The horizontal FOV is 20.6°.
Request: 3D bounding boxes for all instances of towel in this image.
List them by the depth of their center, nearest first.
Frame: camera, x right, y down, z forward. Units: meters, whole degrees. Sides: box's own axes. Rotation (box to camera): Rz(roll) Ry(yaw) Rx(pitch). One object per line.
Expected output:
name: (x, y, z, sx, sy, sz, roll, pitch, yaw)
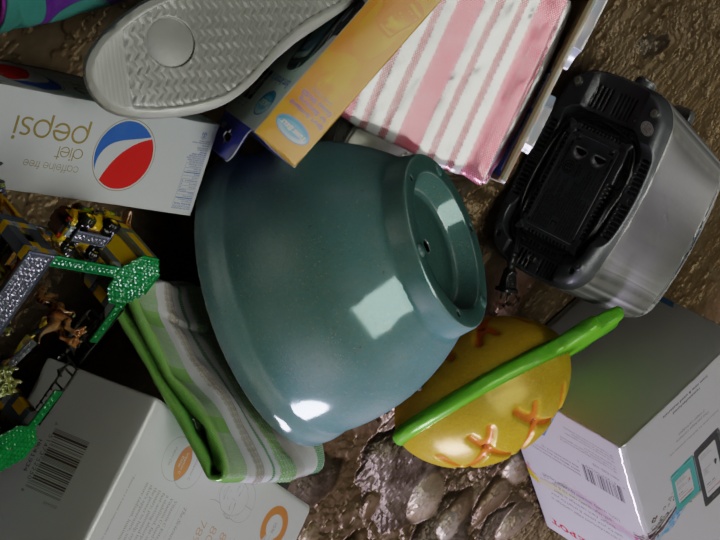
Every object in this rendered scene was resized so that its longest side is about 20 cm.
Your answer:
towel: (-0.087, 0.068, 1.266, 0.031, 0.150, 0.200, -34, 169, 10)
towel: (0.032, -0.161, 1.337, 0.199, 0.030, 0.147, 25, 94, -18)

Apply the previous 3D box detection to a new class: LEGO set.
LEGO set: (-0.225, 0.013, 1.140, 0.153, 0.116, 0.200, 1, 129, -53)

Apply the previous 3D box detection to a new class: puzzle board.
puzzle board: (0.139, -0.155, 1.421, 0.017, 0.151, 0.201, 26, 93, -6)

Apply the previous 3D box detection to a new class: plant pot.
plant pot: (0.000, 0.000, 1.292, 0.200, 0.134, 0.201, 47, 33, -44)

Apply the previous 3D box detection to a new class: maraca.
maraca: (0.113, 0.082, 1.515, 0.199, 0.107, 0.137, -29, 174, -3)

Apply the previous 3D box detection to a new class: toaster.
toaster: (0.194, -0.047, 1.538, 0.129, 0.113, 0.201, 26, 92, -49)

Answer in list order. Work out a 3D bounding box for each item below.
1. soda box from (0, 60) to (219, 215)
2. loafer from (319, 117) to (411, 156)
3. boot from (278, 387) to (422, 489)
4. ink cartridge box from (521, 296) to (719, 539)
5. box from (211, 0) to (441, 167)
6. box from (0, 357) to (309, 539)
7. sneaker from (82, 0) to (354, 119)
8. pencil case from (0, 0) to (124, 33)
soda box: (-0.186, -0.083, 1.196, 0.199, 0.068, 0.064, 8, 106, -45)
loafer: (0.054, -0.129, 1.393, 0.200, 0.070, 0.070, -43, 134, -18)
boot: (-0.056, 0.141, 1.435, 0.181, 0.072, 0.201, 14, 95, -32)
ink cartridge box: (0.230, 0.138, 1.646, 0.146, 0.146, 0.201, -40, 134, -21)
box: (-0.015, -0.141, 1.252, 0.041, 0.119, 0.200, 39, 91, -16)
box: (-0.139, 0.159, 1.260, 0.200, 0.097, 0.125, 44, 68, -51)
sneaker: (-0.101, -0.136, 1.204, 0.200, 0.118, 0.074, -31, 100, -33)
pencil case: (-0.150, -0.203, 1.153, 0.199, 0.085, 0.093, -24, 135, -33)
